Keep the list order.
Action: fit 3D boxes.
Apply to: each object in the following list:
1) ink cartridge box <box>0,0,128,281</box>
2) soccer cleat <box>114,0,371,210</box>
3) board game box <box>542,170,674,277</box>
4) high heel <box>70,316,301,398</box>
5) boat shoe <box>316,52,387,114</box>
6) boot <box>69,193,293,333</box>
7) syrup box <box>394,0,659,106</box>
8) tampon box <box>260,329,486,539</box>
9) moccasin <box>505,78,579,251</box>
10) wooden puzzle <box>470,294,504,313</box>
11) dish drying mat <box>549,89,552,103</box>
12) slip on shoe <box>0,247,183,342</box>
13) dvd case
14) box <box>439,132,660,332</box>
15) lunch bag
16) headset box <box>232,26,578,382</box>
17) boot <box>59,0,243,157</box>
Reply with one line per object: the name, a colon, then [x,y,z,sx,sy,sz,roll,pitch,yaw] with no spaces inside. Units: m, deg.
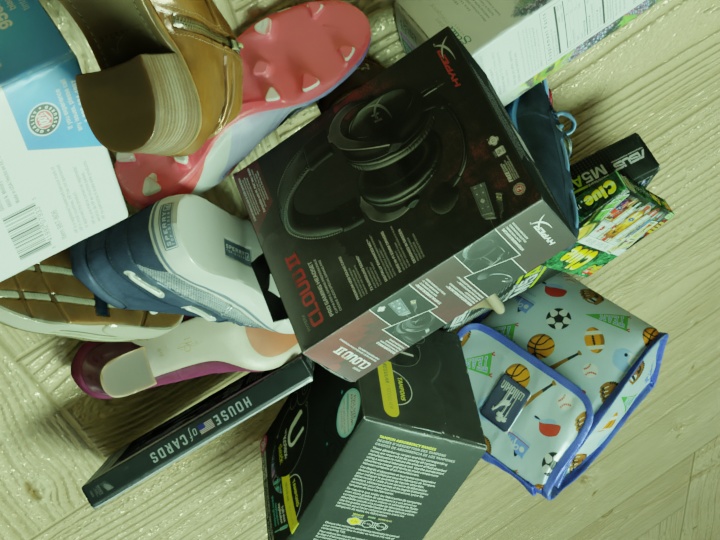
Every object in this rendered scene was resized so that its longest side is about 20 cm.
ink cartridge box: [-0.248,-0.054,0.723,0.199,0.084,0.145,-29,148,-16]
soccer cleat: [-0.078,-0.109,0.861,0.199,0.067,0.076,-38,172,-3]
board game box: [0.209,-0.037,1.124,0.104,0.024,0.199,-35,163,19]
high heel: [-0.127,0.050,1.002,0.198,0.096,0.068,-12,99,-27]
boat shoe: [0.025,-0.104,0.954,0.070,0.071,0.200,-30,148,9]
boot: [-0.111,0.003,0.898,0.089,0.074,0.200,-15,155,22]
syrup box: [0.129,-0.200,0.926,0.199,0.079,0.082,-35,150,-4]
tampon box: [0.005,0.161,1.183,0.125,0.151,0.201,16,125,-21]
moccasin: [0.121,-0.085,0.963,0.068,0.202,0.080,26,133,-24]
wooden puzzle: [0.000,0.000,1.035,0.198,0.047,0.185,-8,155,19]
dish drying mat: [0.075,-0.092,1.078,0.198,0.018,0.077,-24,149,-20]
slip on shoe: [-0.210,0.011,0.879,0.060,0.077,0.199,-17,162,36]
dvd case: [-0.128,0.124,1.061,0.199,0.025,0.150,-31,-178,-1]
box: [0.157,-0.029,1.169,0.192,0.048,0.200,-28,164,-18]
lunch bag: [0.178,0.107,1.261,0.200,0.169,0.124,-44,151,-22]
headset box: [0.017,-0.036,0.839,0.199,0.150,0.077,-32,149,14]
boot: [-0.117,-0.165,0.713,0.073,0.203,0.155,-1,-170,14]
